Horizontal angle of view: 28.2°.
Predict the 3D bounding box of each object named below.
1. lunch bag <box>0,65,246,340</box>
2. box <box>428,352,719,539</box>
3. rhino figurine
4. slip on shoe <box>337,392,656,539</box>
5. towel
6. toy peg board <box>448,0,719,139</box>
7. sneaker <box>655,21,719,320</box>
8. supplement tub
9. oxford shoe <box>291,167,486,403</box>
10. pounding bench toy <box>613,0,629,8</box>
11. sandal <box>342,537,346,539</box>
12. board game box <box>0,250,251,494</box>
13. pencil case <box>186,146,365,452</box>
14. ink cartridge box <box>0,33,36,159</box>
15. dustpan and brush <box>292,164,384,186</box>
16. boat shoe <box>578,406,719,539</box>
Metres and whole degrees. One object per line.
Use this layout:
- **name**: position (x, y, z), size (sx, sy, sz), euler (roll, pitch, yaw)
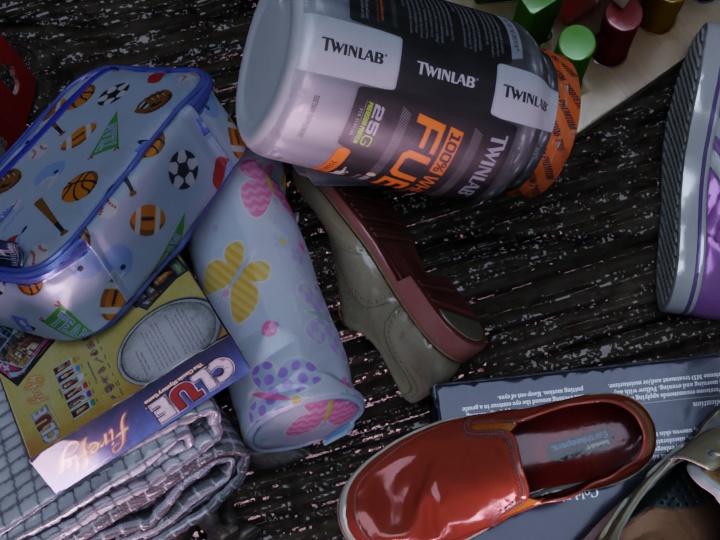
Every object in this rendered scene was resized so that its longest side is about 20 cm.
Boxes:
- **lunch bag**: position (-0.179, -0.047, 0.905), size (0.159, 0.076, 0.200), euler (11, 52, 41)
- **box**: position (0.150, 0.159, 0.918), size (0.198, 0.104, 0.184), euler (-5, 77, 0)
- **rhino figurine**: position (-0.109, 0.148, 0.947), size (0.200, 0.060, 0.087), euler (-43, 70, -11)
- **slip on shoe**: position (0.081, 0.117, 0.845), size (0.198, 0.061, 0.075), euler (-16, 79, 0)
- **towel**: position (-0.183, 0.120, 0.906), size (0.199, 0.086, 0.166), euler (-32, 38, -6)
- **toy peg board**: position (0.159, -0.227, 1.002), size (0.198, 0.098, 0.201), euler (-34, 80, -6)
- **sneaker**: position (0.268, -0.066, 0.984), size (0.113, 0.073, 0.203), euler (5, 89, -1)
- **supplement tub**: position (0.031, -0.113, 0.904), size (0.198, 0.122, 0.124), euler (11, 77, -21)
- **oxford shoe**: position (0.000, 0.000, 0.965), size (0.075, 0.070, 0.201), euler (-48, 57, 22)
- **pounding bench toy**: position (0.155, -0.249, 0.904), size (0.156, 0.124, 0.200), euler (42, 67, 5)
- **sandal**: position (-0.088, 0.235, 0.925), size (0.070, 0.078, 0.212), euler (43, 74, 11)
- **board game box**: position (-0.163, 0.034, 0.893), size (0.135, 0.035, 0.200), euler (-32, 39, -5)
- **pencil case**: position (-0.063, 0.018, 0.943), size (0.083, 0.091, 0.201), euler (-26, 64, 14)
- **ink cartridge box**: position (-0.290, -0.062, 0.964), size (0.067, 0.116, 0.202), euler (14, 78, 6)
- **dustpan and brush**: position (0.000, -0.145, 1.006), size (0.138, 0.057, 0.202), euler (-1, 74, -26)
- **boat shoe**: position (0.208, 0.132, 0.835), size (0.200, 0.068, 0.075), euler (-41, 80, -8)
